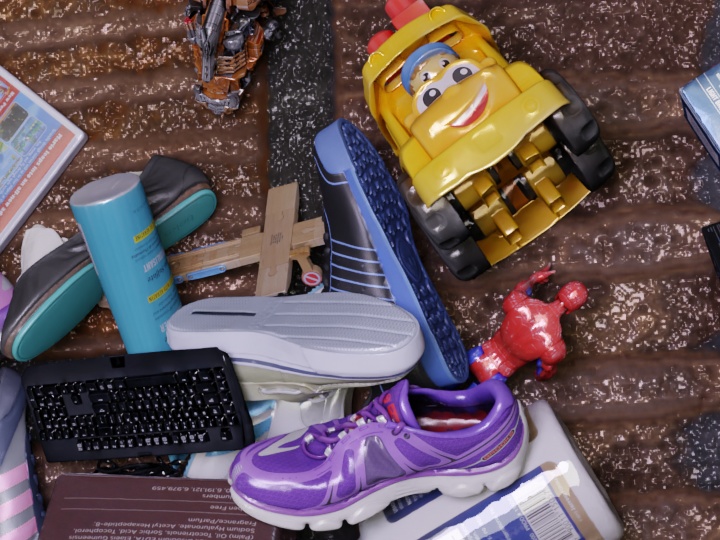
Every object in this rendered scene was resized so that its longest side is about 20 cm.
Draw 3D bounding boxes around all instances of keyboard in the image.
[{"bbox_3d":[-0.156,0.110,1.689,0.200,0.040,0.104,-8,109,41],"label":"keyboard"}]

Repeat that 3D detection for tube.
[{"bbox_3d":[-0.145,0.033,1.707,0.050,0.077,0.200,-4,116,30],"label":"tube"}]

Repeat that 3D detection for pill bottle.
[{"bbox_3d":[0.069,0.183,1.688,0.200,0.111,0.111,-31,82,5],"label":"pill bottle"}]

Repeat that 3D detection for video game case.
[{"bbox_3d":[-0.318,-0.103,1.816,0.200,0.017,0.143,38,91,10],"label":"video game case"}]

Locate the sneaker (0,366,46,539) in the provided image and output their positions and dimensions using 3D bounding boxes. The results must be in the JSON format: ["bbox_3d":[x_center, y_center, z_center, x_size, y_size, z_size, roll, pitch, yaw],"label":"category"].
[{"bbox_3d":[-0.246,0.172,1.768,0.082,0.070,0.201,11,86,-12],"label":"sneaker"}]

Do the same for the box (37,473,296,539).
[{"bbox_3d":[-0.133,0.261,1.640,0.164,0.166,0.200,2,41,8],"label":"box"}]

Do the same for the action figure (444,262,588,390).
[{"bbox_3d":[0.091,0.066,1.725,0.200,0.099,0.065,-41,83,26],"label":"action figure"}]

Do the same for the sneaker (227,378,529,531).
[{"bbox_3d":[0.009,0.107,1.618,0.199,0.084,0.081,-13,44,-1],"label":"sneaker"}]

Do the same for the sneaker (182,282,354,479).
[{"bbox_3d":[-0.056,0.109,1.732,0.081,0.077,0.200,36,93,6],"label":"sneaker"}]

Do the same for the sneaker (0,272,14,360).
[{"bbox_3d":[-0.324,0.056,1.768,0.200,0.080,0.089,-33,94,-1],"label":"sneaker"}]

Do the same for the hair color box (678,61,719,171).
[{"bbox_3d":[0.316,-0.146,1.684,0.200,0.100,0.061,-33,80,4],"label":"hair color box"}]

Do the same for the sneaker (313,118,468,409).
[{"bbox_3d":[0.000,0.000,1.679,0.078,0.070,0.200,-25,81,21],"label":"sneaker"}]

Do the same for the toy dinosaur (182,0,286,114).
[{"bbox_3d":[-0.082,-0.207,1.726,0.102,0.136,0.200,28,132,-5],"label":"toy dinosaur"}]

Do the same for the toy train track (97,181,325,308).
[{"bbox_3d":[-0.092,-0.002,1.759,0.199,0.033,0.115,-14,40,17],"label":"toy train track"}]

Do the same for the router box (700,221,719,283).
[{"bbox_3d":[0.309,-0.010,1.623,0.149,0.200,0.062,-19,98,7],"label":"router box"}]

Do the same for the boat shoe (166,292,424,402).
[{"bbox_3d":[-0.039,0.055,1.648,0.200,0.072,0.062,4,124,36],"label":"boat shoe"}]

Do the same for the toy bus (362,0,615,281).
[{"bbox_3d":[0.065,-0.113,1.676,0.136,0.200,0.192,-35,74,2],"label":"toy bus"}]

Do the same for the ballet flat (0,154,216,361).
[{"bbox_3d":[-0.191,-0.014,1.747,0.068,0.068,0.200,40,62,22],"label":"ballet flat"}]
